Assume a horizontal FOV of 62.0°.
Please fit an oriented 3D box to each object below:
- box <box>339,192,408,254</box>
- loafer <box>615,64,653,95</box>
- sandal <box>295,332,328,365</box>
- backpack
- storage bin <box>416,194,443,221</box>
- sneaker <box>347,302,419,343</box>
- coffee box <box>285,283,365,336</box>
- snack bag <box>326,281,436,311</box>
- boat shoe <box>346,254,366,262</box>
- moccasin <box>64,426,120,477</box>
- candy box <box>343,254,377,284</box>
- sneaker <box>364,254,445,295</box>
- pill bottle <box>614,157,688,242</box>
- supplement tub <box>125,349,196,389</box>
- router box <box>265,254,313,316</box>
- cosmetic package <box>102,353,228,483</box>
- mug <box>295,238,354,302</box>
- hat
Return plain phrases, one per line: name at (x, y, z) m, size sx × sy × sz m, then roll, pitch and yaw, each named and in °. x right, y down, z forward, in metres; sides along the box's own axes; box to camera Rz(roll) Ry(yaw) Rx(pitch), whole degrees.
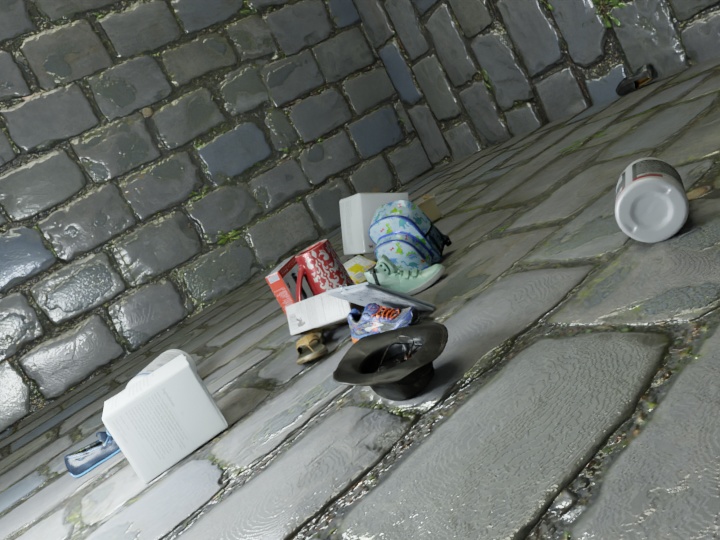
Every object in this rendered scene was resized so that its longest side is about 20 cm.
box at (0.052, -0.161, 2.071) m, size 0.198 × 0.201 × 0.171 m, roll -5°, pitch 0°, yaw -24°
loafer at (1.299, -0.890, 2.846) m, size 0.072 × 0.073 × 0.200 m, roll 12°, pitch -27°, yaw -21°
sandal at (-0.122, 0.177, 1.441) m, size 0.080 × 0.054 × 0.200 m, roll -27°, pitch 9°, yaw 3°
backpack at (0.121, -0.087, 1.677) m, size 0.182 × 0.200 × 0.148 m, roll -17°, pitch 34°, yaw 40°
storage bin at (0.205, -0.214, 2.385) m, size 0.199 × 0.094 × 0.199 m, roll -29°, pitch 10°, yaw -3°
sneaker at (0.040, 0.107, 1.285) m, size 0.199 × 0.079 × 0.075 m, roll -20°, pitch 14°, yaw 42°
coffee box at (-0.074, 0.101, 1.505) m, size 0.199 × 0.081 × 0.113 m, roll -21°, pitch -14°, yaw 30°
snack bag at (0.037, 0.067, 1.331) m, size 0.199 × 0.187 × 0.022 m, roll -12°, pitch 64°, yaw 57°
boat shoe at (-0.022, -0.016, 2.096) m, size 0.074 × 0.067 × 0.199 m, roll -21°, pitch 13°, yaw 29°
moccasin at (-0.656, 0.443, 1.534) m, size 0.199 × 0.069 × 0.080 m, roll -35°, pitch 12°, yaw -33°
candy box at (0.000, 0.000, 1.952) m, size 0.102 × 0.027 × 0.200 m, roll -30°, pitch 24°, yaw -17°
sneaker at (0.106, 0.002, 1.509) m, size 0.199 × 0.119 × 0.074 m, roll -25°, pitch 9°, yaw 10°
pill bottle at (0.520, -0.135, 1.078) m, size 0.113 × 0.115 × 0.200 m, roll -22°, pitch 12°, yaw 31°
supplement tub at (-0.567, 0.323, 1.714) m, size 0.131 × 0.133 × 0.200 m, roll -25°, pitch 9°, yaw 15°
router box at (-0.209, 0.063, 1.891) m, size 0.049 × 0.181 × 0.200 m, roll -25°, pitch 11°, yaw 15°
cosmetic package at (-0.417, 0.307, 1.282) m, size 0.199 × 0.166 × 0.165 m, roll -32°, pitch 11°, yaw -18°
mug at (-0.103, 0.031, 1.699) m, size 0.133 × 0.201 × 0.177 m, roll -20°, pitch 12°, yaw 34°
hat at (0.059, 0.161, 0.971) m, size 0.199 × 0.082 × 0.201 m, roll -21°, pitch 17°, yaw 7°
